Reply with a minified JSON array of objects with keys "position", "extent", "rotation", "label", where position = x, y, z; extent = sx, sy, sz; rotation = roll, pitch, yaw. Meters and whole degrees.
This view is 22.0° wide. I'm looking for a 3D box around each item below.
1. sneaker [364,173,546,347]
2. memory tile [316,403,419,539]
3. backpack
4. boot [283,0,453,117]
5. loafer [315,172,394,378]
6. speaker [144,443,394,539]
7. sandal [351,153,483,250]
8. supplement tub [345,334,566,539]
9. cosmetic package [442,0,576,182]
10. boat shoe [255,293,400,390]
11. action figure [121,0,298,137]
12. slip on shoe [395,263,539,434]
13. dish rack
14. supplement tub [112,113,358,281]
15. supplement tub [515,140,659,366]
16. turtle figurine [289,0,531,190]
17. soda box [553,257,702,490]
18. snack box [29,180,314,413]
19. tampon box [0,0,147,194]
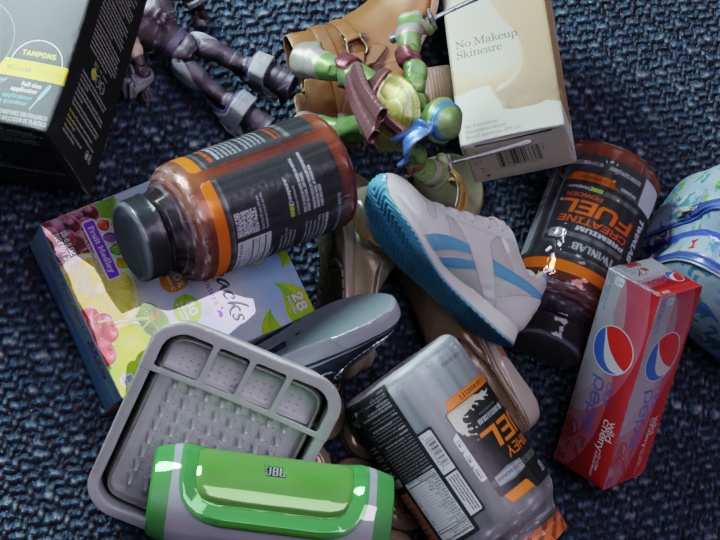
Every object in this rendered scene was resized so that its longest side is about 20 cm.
[{"position":[0.082,-0.023,1.631],"extent":[0.200,0.076,0.081],"rotation":[44,73,-25],"label":"sneaker"},{"position":[0.018,0.201,1.670],"extent":[0.198,0.017,0.155],"rotation":[20,69,-14],"label":"memory tile"},{"position":[0.372,-0.008,1.753],"extent":[0.183,0.200,0.147],"rotation":[41,62,-7],"label":"backpack"},{"position":[-0.001,-0.229,1.756],"extent":[0.153,0.074,0.202],"rotation":[-7,75,-17],"label":"boot"},{"position":[0.000,0.000,1.687],"extent":[0.068,0.076,0.202],"rotation":[6,70,-22],"label":"loafer"},{"position":[-0.075,0.193,1.521],"extent":[0.198,0.089,0.089],"rotation":[8,72,-5],"label":"speaker"},{"position":[0.062,-0.068,1.706],"extent":[0.199,0.054,0.081],"rotation":[-19,76,-53],"label":"sandal"},{"position":[0.087,0.169,1.629],"extent":[0.122,0.122,0.201],"rotation":[-34,89,-25],"label":"supplement tub"},{"position":[0.138,-0.193,1.750],"extent":[0.104,0.071,0.202],"rotation":[-13,60,10],"label":"cosmetic package"},{"position":[-0.043,0.097,1.613],"extent":[0.199,0.071,0.091],"rotation":[-26,113,7],"label":"boat shoe"},{"position":[-0.159,-0.197,1.693],"extent":[0.199,0.069,0.131],"rotation":[35,73,-4],"label":"action figure"},{"position":[0.087,0.074,1.703],"extent":[0.060,0.076,0.201],"rotation":[-35,96,-28],"label":"slip on shoe"},{"position":[-0.124,0.140,1.566],"extent":[0.170,0.044,0.201],"rotation":[22,113,-11],"label":"dish rack"},{"position":[-0.108,-0.057,1.575],"extent":[0.199,0.107,0.108],"rotation":[-21,83,-26],"label":"supplement tub"},{"position":[0.206,-0.013,1.742],"extent":[0.106,0.107,0.202],"rotation":[26,68,-11],"label":"supplement tub"},{"position":[0.041,-0.152,1.651],"extent":[0.200,0.193,0.145],"rotation":[-51,135,-31],"label":"turtle figurine"},{"position":[0.242,0.094,1.685],"extent":[0.070,0.063,0.202],"rotation":[-12,123,-45],"label":"soda box"},{"position":[-0.165,0.006,1.630],"extent":[0.199,0.068,0.170],"rotation":[-24,84,-26],"label":"snack box"},{"position":[-0.288,-0.191,1.582],"extent":[0.148,0.126,0.202],"rotation":[9,70,12],"label":"tampon box"}]
